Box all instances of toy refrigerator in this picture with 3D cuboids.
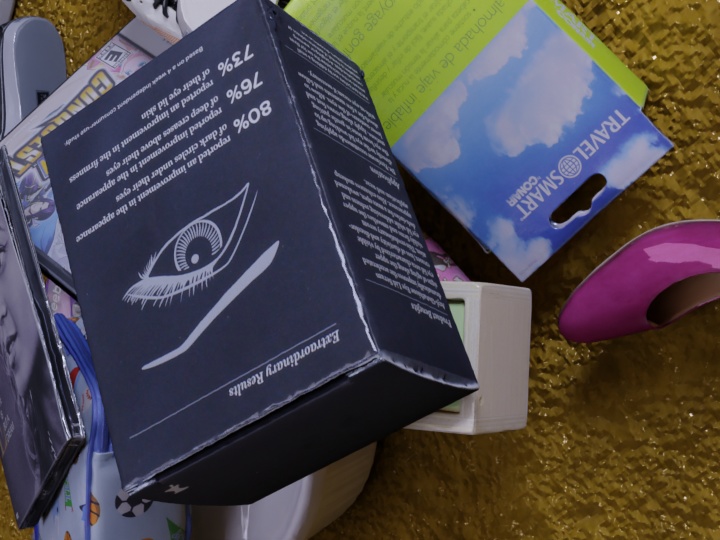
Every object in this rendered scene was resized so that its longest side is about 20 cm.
[{"bbox_3d":[-0.012,0.043,0.640,0.199,0.070,0.077,2,87,33],"label":"toy refrigerator"}]

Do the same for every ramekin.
[{"bbox_3d":[-0.075,0.100,0.798,0.201,0.094,0.204,7,100,41],"label":"ramekin"}]

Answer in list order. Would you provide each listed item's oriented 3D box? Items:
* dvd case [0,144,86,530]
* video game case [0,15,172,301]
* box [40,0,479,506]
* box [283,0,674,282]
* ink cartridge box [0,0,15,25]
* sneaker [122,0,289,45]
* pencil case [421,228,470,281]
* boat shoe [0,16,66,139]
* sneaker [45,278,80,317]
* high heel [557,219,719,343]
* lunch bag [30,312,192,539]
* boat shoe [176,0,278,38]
[{"bbox_3d":[-0.221,0.044,0.738,0.149,0.016,0.201,-51,53,50],"label":"dvd case"},{"bbox_3d":[-0.162,-0.082,0.806,0.180,0.200,0.026,32,161,34],"label":"video game case"},{"bbox_3d":[-0.054,-0.005,0.572,0.147,0.104,0.201,-28,65,22],"label":"box"},{"bbox_3d":[0.059,-0.105,0.633,0.200,0.048,0.122,44,120,-3],"label":"box"},{"bbox_3d":[-0.390,-0.200,1.001,0.083,0.145,0.201,41,121,33],"label":"ink cartridge box"},{"bbox_3d":[-0.105,-0.167,0.770,0.200,0.080,0.074,34,100,38],"label":"sneaker"},{"bbox_3d":[0.000,0.000,0.726,0.200,0.086,0.083,48,155,27],"label":"pencil case"},{"bbox_3d":[-0.287,-0.107,0.969,0.068,0.073,0.201,0,95,37],"label":"boat shoe"},{"bbox_3d":[-0.222,0.037,0.937,0.088,0.080,0.201,33,112,41],"label":"sneaker"},{"bbox_3d":[0.187,0.015,0.565,0.200,0.067,0.097,-34,63,36],"label":"high heel"},{"bbox_3d":[-0.168,0.134,0.755,0.160,0.075,0.201,37,123,54],"label":"lunch bag"},{"bbox_3d":[-0.051,-0.209,0.659,0.068,0.072,0.201,174,113,-73],"label":"boat shoe"}]
